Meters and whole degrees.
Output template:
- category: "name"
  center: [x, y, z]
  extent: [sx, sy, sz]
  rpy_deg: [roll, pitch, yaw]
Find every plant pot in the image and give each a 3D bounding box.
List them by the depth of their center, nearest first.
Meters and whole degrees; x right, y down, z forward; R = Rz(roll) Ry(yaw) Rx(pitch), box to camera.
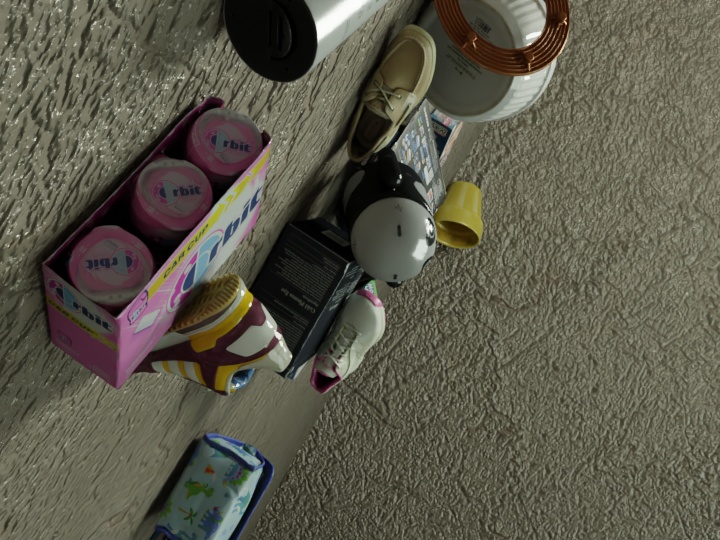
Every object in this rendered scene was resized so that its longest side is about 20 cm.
- category: "plant pot"
  center: [0.360, -0.212, 3.223]
  extent: [0.201, 0.196, 0.193]
  rpy_deg: [107, 1, -67]

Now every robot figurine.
- category: "robot figurine"
  center: [0.041, -0.073, 1.219]
  extent: [0.124, 0.150, 0.202]
  rpy_deg: [-38, -151, 18]

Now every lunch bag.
- category: "lunch bag"
  center: [-0.235, 0.374, 1.478]
  extent: [0.172, 0.126, 0.200]
  rpy_deg: [-59, 174, -7]

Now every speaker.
- category: "speaker"
  center: [-0.019, -0.221, 0.670]
  extent: [0.201, 0.080, 0.082]
  rpy_deg: [-53, 172, -42]

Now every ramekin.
- category: "ramekin"
  center: [0.162, -0.302, 1.222]
  extent: [0.105, 0.199, 0.202]
  rpy_deg: [-31, 154, -52]

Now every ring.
- category: "ring"
  center: [0.184, -0.346, 1.128]
  extent: [0.202, 0.199, 0.019]
  rpy_deg: [-55, -173, -21]

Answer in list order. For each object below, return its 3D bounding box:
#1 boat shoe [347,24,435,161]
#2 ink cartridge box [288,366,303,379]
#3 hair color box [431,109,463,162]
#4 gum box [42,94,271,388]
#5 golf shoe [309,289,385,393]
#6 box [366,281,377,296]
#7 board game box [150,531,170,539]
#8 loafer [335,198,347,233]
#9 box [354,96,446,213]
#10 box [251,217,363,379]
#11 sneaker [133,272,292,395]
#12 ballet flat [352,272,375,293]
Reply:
- category: "boat shoe"
  center: [0.036, -0.223, 1.146]
  extent: [0.065, 0.072, 0.201]
  rpy_deg: [-52, 177, -46]
- category: "ink cartridge box"
  center: [-0.085, 0.066, 1.509]
  extent: [0.137, 0.075, 0.202]
  rpy_deg: [-52, 172, -50]
- category: "hair color box"
  center: [0.169, -0.284, 1.923]
  extent: [0.101, 0.060, 0.201]
  rpy_deg: [-55, 172, -32]
- category: "gum box"
  center: [-0.144, -0.026, 0.664]
  extent: [0.201, 0.065, 0.114]
  rpy_deg: [-55, 174, -33]
- category: "golf shoe"
  center: [-0.021, 0.112, 1.323]
  extent: [0.092, 0.075, 0.202]
  rpy_deg: [-48, 167, -43]
- category: "box"
  center: [-0.016, 0.043, 1.577]
  extent: [0.118, 0.047, 0.204]
  rpy_deg: [126, -40, -50]
- category: "board game box"
  center: [-0.350, 0.501, 1.612]
  extent: [0.202, 0.046, 0.151]
  rpy_deg: [-58, 173, -12]
- category: "loafer"
  center: [-0.008, -0.080, 1.473]
  extent: [0.064, 0.071, 0.200]
  rpy_deg: [-54, 177, 1]
- category: "box"
  center: [0.069, -0.141, 1.423]
  extent: [0.200, 0.049, 0.203]
  rpy_deg: [-57, 144, -37]
- category: "box"
  center: [-0.080, 0.032, 1.266]
  extent: [0.185, 0.103, 0.200]
  rpy_deg: [-61, 173, 10]
- category: "sneaker"
  center: [-0.141, 0.071, 0.753]
  extent: [0.198, 0.091, 0.075]
  rpy_deg: [-17, -152, 48]
- category: "ballet flat"
  center: [0.000, 0.000, 1.399]
  extent: [0.200, 0.068, 0.068]
  rpy_deg: [-46, -173, 33]
